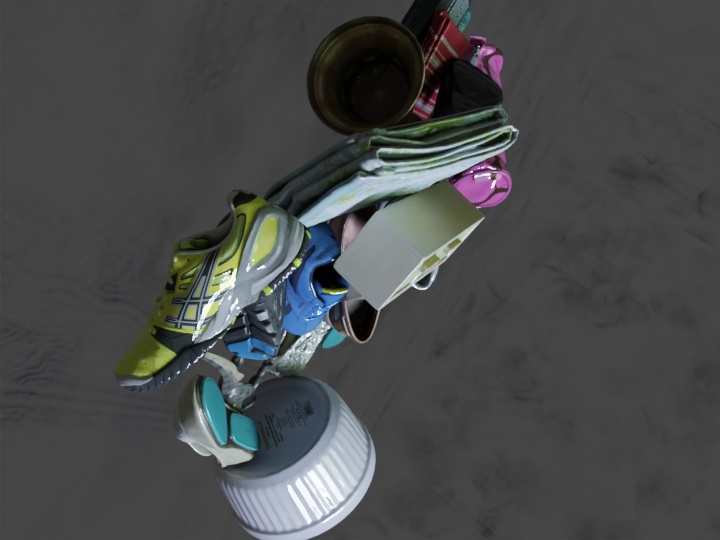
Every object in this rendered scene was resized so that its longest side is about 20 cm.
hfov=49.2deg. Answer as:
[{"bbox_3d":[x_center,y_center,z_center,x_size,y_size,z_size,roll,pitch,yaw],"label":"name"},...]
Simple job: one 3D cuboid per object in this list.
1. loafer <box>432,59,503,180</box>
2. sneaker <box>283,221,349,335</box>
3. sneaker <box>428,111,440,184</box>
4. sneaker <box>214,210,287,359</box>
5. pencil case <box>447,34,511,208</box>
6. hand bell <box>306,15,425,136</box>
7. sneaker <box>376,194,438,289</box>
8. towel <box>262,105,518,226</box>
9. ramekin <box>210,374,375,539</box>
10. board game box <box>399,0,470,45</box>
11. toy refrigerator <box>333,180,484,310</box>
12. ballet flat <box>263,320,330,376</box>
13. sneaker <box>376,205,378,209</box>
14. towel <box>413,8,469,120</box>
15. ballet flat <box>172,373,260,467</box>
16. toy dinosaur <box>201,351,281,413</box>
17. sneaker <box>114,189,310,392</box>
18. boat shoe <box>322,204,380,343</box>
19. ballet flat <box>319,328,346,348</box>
[{"bbox_3d":[0.105,-0.168,0.844,0.072,0.073,0.200,-55,-174,34],"label":"loafer"},{"bbox_3d":[-0.052,0.024,0.840,0.066,0.078,0.200,-32,153,-26],"label":"sneaker"},{"bbox_3d":[0.104,-0.168,1.048,0.200,0.081,0.147,-52,150,-43],"label":"sneaker"},{"bbox_3d":[-0.105,0.000,0.740,0.200,0.073,0.082,100,-4,-51],"label":"sneaker"},{"bbox_3d":[0.140,-0.180,0.957,0.094,0.091,0.200,113,-23,-68],"label":"pencil case"},{"bbox_3d":[0.035,-0.148,0.744,0.104,0.104,0.200,-60,159,3],"label":"hand bell"},{"bbox_3d":[0.070,-0.041,0.979,0.073,0.071,0.200,-21,151,4],"label":"sneaker"},{"bbox_3d":[0.020,-0.087,0.710,0.171,0.048,0.200,-17,179,-32],"label":"towel"},{"bbox_3d":[-0.091,0.224,0.982,0.200,0.200,0.105,-51,133,-32],"label":"ramekin"},{"bbox_3d":[0.062,-0.239,0.870,0.200,0.028,0.135,-58,168,-8],"label":"board game box"},{"bbox_3d":[0.058,-0.030,0.812,0.076,0.070,0.200,-49,171,27],"label":"toy refrigerator"},{"bbox_3d":[-0.062,0.043,0.979,0.200,0.072,0.072,-62,167,4],"label":"ballet flat"},{"bbox_3d":[0.031,-0.069,1.099,0.200,0.078,0.090,-48,145,-53],"label":"sneaker"},{"bbox_3d":[0.056,-0.181,0.867,0.200,0.022,0.145,-61,169,12],"label":"towel"},{"bbox_3d":[-0.165,0.169,0.844,0.070,0.069,0.200,-55,155,-19],"label":"ballet flat"},{"bbox_3d":[-0.139,0.122,0.903,0.088,0.047,0.200,-44,159,-28],"label":"toy dinosaur"},{"bbox_3d":[-0.134,0.015,0.639,0.200,0.076,0.075,-45,-158,5],"label":"sneaker"},{"bbox_3d":[0.000,0.000,0.885,0.076,0.072,0.200,-24,138,-26],"label":"boat shoe"},{"bbox_3d":[-0.017,0.033,1.040,0.200,0.074,0.074,-45,180,43],"label":"ballet flat"}]
